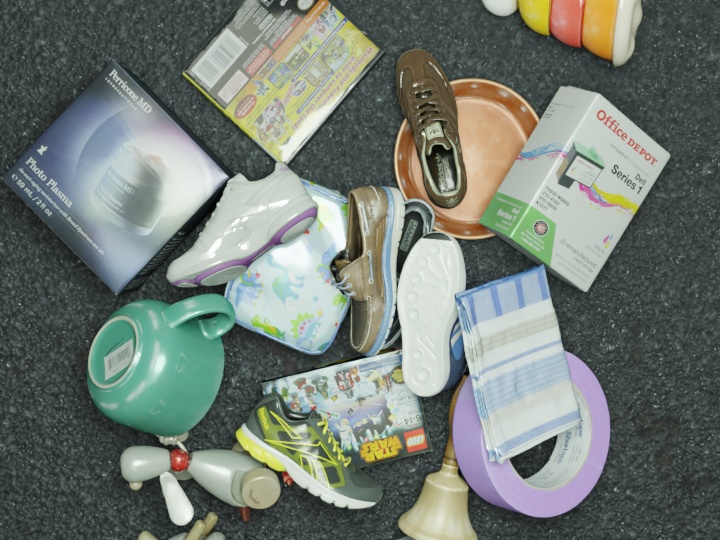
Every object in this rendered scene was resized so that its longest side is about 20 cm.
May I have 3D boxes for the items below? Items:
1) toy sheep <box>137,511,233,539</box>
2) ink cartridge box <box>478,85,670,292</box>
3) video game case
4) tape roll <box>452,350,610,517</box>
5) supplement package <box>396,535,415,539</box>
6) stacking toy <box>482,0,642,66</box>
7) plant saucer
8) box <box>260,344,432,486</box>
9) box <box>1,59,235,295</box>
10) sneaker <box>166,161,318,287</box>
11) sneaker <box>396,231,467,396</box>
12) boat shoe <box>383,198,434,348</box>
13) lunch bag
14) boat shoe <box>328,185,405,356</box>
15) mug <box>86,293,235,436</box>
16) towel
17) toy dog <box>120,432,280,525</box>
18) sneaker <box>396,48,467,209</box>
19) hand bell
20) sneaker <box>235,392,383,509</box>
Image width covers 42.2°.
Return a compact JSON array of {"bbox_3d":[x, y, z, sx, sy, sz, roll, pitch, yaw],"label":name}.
[{"bbox_3d":[-0.196,0.388,1.171,0.199,0.138,0.139,35,92,13],"label":"toy sheep"},{"bbox_3d":[0.263,-0.101,1.146,0.144,0.084,0.202,31,92,-27],"label":"ink cartridge box"},{"bbox_3d":[-0.098,-0.265,1.190,0.180,0.026,0.200,42,91,-2],"label":"video game case"},{"bbox_3d":[0.212,0.196,1.150,0.197,0.065,0.203,1,87,-28],"label":"tape roll"},{"bbox_3d":[0.058,0.461,1.160,0.149,0.152,0.203,-20,93,1],"label":"supplement package"},{"bbox_3d":[0.248,-0.337,1.156,0.197,0.146,0.148,11,93,18],"label":"stacking toy"},{"bbox_3d":[0.141,-0.142,1.193,0.197,0.032,0.204,0,93,0],"label":"plant saucer"},{"bbox_3d":[-0.018,0.185,1.203,0.197,0.040,0.139,-14,94,0],"label":"box"},{"bbox_3d":[-0.289,-0.113,1.148,0.200,0.123,0.199,44,90,-2],"label":"box"},{"bbox_3d":[-0.149,-0.052,1.112,0.198,0.075,0.100,-31,76,1],"label":"sneaker"},{"bbox_3d":[0.101,0.048,1.148,0.079,0.146,0.203,7,99,20],"label":"sneaker"},{"bbox_3d":[0.044,0.010,1.169,0.071,0.068,0.202,21,105,2],"label":"boat shoe"},{"bbox_3d":[-0.077,-0.010,1.173,0.159,0.082,0.202,22,92,-2],"label":"lunch bag"},{"bbox_3d":[0.000,0.000,1.103,0.071,0.072,0.203,5,92,-25],"label":"boat shoe"},{"bbox_3d":[-0.251,0.099,1.128,0.151,0.114,0.187,15,81,41],"label":"mug"},{"bbox_3d":[0.187,0.107,1.090,0.145,0.024,0.203,-16,95,-30],"label":"towel"},{"bbox_3d":[-0.198,0.268,1.168,0.197,0.132,0.098,14,108,2],"label":"toy dog"},{"bbox_3d":[0.094,-0.176,1.138,0.069,0.076,0.203,-16,93,1],"label":"sneaker"},{"bbox_3d":[0.116,0.231,1.166,0.103,0.104,0.203,11,95,-1],"label":"hand bell"},{"bbox_3d":[-0.054,0.222,1.147,0.198,0.074,0.085,28,93,-2],"label":"sneaker"}]
